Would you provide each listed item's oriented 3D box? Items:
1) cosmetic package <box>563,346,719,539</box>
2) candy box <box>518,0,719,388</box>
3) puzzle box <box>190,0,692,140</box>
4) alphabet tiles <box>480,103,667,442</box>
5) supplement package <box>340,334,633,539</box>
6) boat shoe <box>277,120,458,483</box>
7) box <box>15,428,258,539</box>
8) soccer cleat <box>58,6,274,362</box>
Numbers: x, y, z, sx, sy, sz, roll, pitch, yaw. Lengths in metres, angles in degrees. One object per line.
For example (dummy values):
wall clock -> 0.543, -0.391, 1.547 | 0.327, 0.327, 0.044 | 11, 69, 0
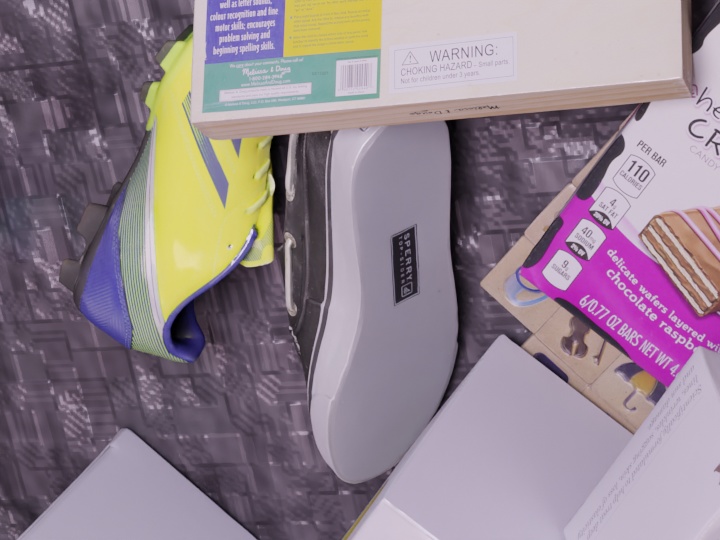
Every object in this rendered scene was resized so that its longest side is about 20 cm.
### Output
cosmetic package -> 0.194, 0.117, 0.934 | 0.199, 0.081, 0.113 | 20, 123, -22
candy box -> 0.173, -0.038, 0.928 | 0.136, 0.061, 0.200 | 37, 121, 3
puzzle box -> 0.030, -0.125, 0.923 | 0.198, 0.025, 0.134 | -3, 75, 18
alphabet tiles -> 0.150, 0.018, 1.002 | 0.166, 0.006, 0.200 | 42, 122, 1
supplement package -> 0.046, 0.170, 1.025 | 0.150, 0.152, 0.200 | 37, 124, 3
boat shoe -> 0.000, 0.000, 1.027 | 0.064, 0.070, 0.201 | 39, 137, 40
box -> -0.151, 0.202, 1.124 | 0.106, 0.152, 0.200 | 40, 122, 2
soccer cleat -> -0.062, -0.047, 1.025 | 0.083, 0.065, 0.201 | 31, 120, 5
